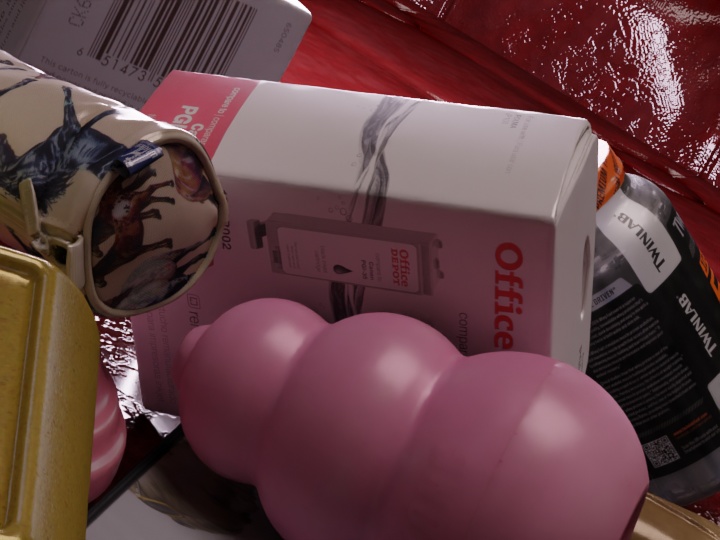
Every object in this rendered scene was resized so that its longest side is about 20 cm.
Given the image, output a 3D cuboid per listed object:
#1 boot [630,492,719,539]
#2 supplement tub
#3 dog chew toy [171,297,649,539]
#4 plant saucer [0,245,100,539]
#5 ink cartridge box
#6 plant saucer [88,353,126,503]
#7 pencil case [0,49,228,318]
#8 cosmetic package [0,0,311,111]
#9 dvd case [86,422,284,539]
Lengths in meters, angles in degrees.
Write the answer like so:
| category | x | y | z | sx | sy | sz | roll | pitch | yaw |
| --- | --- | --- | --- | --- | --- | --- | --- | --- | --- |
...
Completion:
| category | x | y | z | sx | sy | sz | roll | pitch | yaw |
| --- | --- | --- | --- | --- | --- | --- | --- | --- | --- |
| boot | 0.101 | 0.120 | 0.933 | 0.199 | 0.066 | 0.175 | 30 | 14 | 0 |
| supplement tub | 0.154 | 0.031 | 1.080 | 0.201 | 0.122 | 0.123 | 56 | 6 | -17 |
| dog chew toy | 0.014 | 0.074 | 0.750 | 0.199 | 0.125 | 0.124 | 24 | 13 | 14 |
| plant saucer | -0.174 | 0.036 | 0.582 | 0.199 | 0.049 | 0.201 | 18 | 34 | -18 |
| ink cartridge box | 0.000 | 0.000 | 0.827 | 0.199 | 0.147 | 0.083 | 8 | 37 | 15 |
| plant saucer | -0.181 | 0.025 | 0.722 | 0.199 | 0.051 | 0.201 | 22 | 16 | -7 |
| pencil case | -0.154 | -0.051 | 0.760 | 0.199 | 0.078 | 0.089 | 25 | 20 | 29 |
| cosmetic package | -0.165 | -0.153 | 1.162 | 0.164 | 0.166 | 0.200 | 20 | 17 | -32 |
| dvd case | -0.038 | 0.123 | 0.748 | 0.142 | 0.018 | 0.200 | 31 | 15 | 4 |
